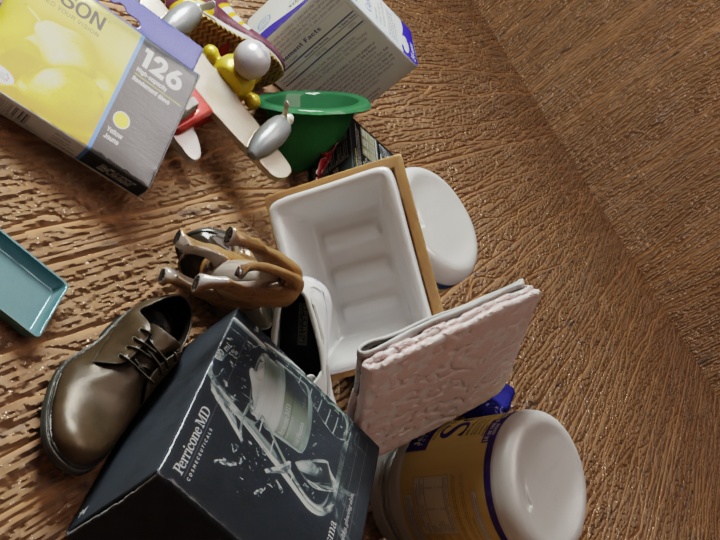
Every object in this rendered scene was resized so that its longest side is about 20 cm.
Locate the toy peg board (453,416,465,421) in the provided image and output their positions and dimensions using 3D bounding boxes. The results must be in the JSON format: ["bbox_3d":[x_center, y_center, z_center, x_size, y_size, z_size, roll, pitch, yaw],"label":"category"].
[{"bbox_3d":[0.146,0.225,1.080,0.201,0.097,0.200,57,26,-1],"label":"toy peg board"}]

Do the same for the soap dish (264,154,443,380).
[{"bbox_3d":[0.000,0.000,0.871,0.081,0.155,0.204,-12,87,-74],"label":"soap dish"}]

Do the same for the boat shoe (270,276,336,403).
[{"bbox_3d":[-0.062,0.109,0.820,0.065,0.072,0.205,-11,96,-76],"label":"boat shoe"}]

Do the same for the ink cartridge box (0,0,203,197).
[{"bbox_3d":[-0.260,-0.208,0.827,0.196,0.047,0.203,32,62,-28],"label":"ink cartridge box"}]

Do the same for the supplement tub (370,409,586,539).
[{"bbox_3d":[0.120,0.231,0.884,0.144,0.198,0.148,17,65,-41],"label":"supplement tub"}]

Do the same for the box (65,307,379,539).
[{"bbox_3d":[-0.099,0.179,0.695,0.197,0.123,0.201,45,29,-18],"label":"box"}]

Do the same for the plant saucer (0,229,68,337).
[{"bbox_3d":[-0.322,-0.028,0.656,0.200,0.019,0.070,44,30,-23],"label":"plant saucer"}]

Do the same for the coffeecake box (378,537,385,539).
[{"bbox_3d":[0.039,0.380,0.763,0.201,0.073,0.154,52,26,-11],"label":"coffeecake box"}]

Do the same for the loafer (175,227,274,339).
[{"bbox_3d":[-0.115,0.040,0.866,0.200,0.072,0.072,46,27,-21],"label":"loafer"}]

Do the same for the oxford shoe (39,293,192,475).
[{"bbox_3d":[-0.194,0.079,0.685,0.073,0.084,0.201,47,30,-20],"label":"oxford shoe"}]

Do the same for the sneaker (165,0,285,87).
[{"bbox_3d":[-0.180,-0.332,1.154,0.199,0.074,0.092,27,44,-46],"label":"sneaker"}]

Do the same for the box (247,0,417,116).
[{"bbox_3d":[-0.045,-0.346,1.274,0.199,0.183,0.106,36,34,-35],"label":"box"}]

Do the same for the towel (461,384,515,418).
[{"bbox_3d":[0.084,0.133,1.004,0.197,0.050,0.147,22,8,13],"label":"towel"}]

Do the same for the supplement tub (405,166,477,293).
[{"bbox_3d":[0.026,-0.016,1.006,0.143,0.199,0.147,28,46,-34],"label":"supplement tub"}]

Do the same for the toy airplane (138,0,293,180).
[{"bbox_3d":[-0.166,-0.217,0.982,0.199,0.140,0.202,22,43,-48],"label":"toy airplane"}]

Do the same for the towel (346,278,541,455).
[{"bbox_3d":[0.072,0.103,0.819,0.197,0.193,0.032,-21,55,-22],"label":"towel"}]

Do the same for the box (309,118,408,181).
[{"bbox_3d":[0.011,-0.093,1.206,0.163,0.086,0.202,36,33,-35],"label":"box"}]

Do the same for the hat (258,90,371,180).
[{"bbox_3d":[-0.075,-0.148,1.172,0.199,0.163,0.180,-27,124,-53],"label":"hat"}]

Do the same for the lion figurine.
[{"bbox_3d":[-0.098,0.007,0.735,0.121,0.074,0.199,22,-2,-31],"label":"lion figurine"}]
